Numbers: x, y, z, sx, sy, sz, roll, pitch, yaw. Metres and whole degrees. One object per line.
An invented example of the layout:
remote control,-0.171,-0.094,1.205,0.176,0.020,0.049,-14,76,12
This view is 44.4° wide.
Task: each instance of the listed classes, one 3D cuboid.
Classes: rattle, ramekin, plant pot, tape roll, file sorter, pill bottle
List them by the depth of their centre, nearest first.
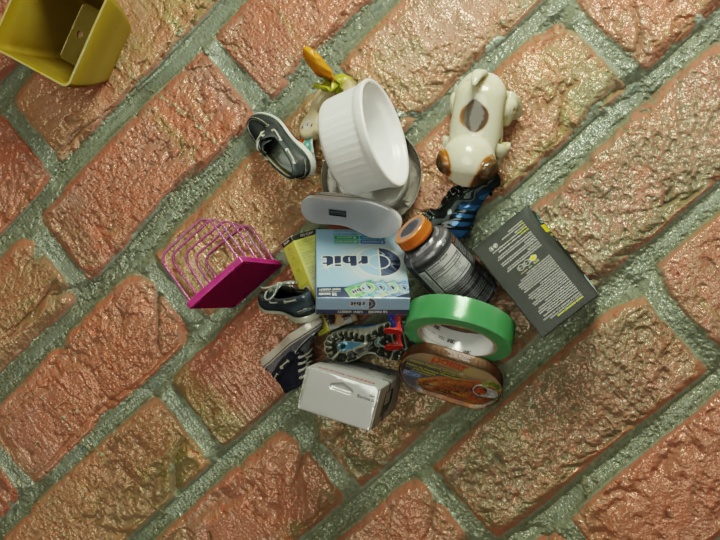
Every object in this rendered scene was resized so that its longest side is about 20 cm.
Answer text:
ramekin,0.004,-0.236,1.594,0.097,0.200,0.202,-15,87,22
tape roll,0.180,0.107,1.605,0.199,0.201,0.048,10,66,14
pill bottle,0.152,-0.010,1.620,0.106,0.106,0.200,-40,110,11
rattle,-0.103,-0.305,1.700,0.200,0.143,0.130,-43,60,19
file sorter,-0.273,-0.018,1.722,0.139,0.200,0.126,-40,78,11
plant pot,-0.591,-0.489,1.811,0.199,0.176,0.201,28,96,13

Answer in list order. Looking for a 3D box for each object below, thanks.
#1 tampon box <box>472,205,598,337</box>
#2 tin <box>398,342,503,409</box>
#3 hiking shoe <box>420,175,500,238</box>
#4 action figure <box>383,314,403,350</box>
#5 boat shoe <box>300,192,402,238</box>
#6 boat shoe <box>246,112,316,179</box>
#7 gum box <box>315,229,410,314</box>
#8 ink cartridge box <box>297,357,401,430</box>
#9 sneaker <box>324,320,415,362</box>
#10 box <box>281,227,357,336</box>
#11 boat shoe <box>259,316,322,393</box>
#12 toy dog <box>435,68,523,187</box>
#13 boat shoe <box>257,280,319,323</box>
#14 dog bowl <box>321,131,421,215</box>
tampon box,0.320,0.001,1.594,0.126,0.150,0.200,-39,82,12
tin,0.170,0.196,1.654,0.199,0.042,0.112,18,137,2
hiking shoe,0.192,-0.108,1.678,0.200,0.074,0.087,-38,108,9
action figure,0.036,0.058,1.659,0.098,0.200,0.065,3,130,4
boat shoe,-0.011,-0.115,1.661,0.199,0.065,0.074,16,119,15
boat shoe,-0.169,-0.248,1.735,0.200,0.060,0.076,38,130,32
gum box,0.000,0.000,1.639,0.169,0.201,0.045,1,131,-3
ink cartridge box,-0.017,0.224,1.655,0.145,0.200,0.085,15,95,14
sneaker,0.027,0.127,1.707,0.199,0.090,0.079,-1,101,-7
box,-0.081,0.021,1.732,0.050,0.075,0.201,-31,81,54
boat shoe,-0.114,0.165,1.721,0.093,0.075,0.200,53,137,4
toy dog,0.213,-0.242,1.587,0.139,0.194,0.201,14,72,5
boat shoe,-0.146,0.054,1.707,0.075,0.200,0.062,-22,109,-24
dog bowl,0.026,-0.181,1.715,0.199,0.059,0.201,0,91,14
